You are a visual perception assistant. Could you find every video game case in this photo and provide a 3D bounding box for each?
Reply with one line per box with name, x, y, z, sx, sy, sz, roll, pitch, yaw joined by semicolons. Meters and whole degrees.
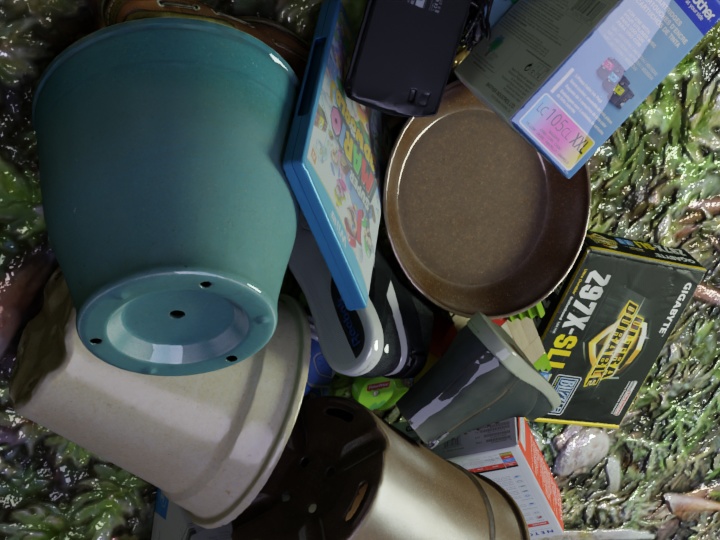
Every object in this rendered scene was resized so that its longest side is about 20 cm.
video game case;-0.013;-0.091;0.968;0.018;0.201;0.144;-8;132;17

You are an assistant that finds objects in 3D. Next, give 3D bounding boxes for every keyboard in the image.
keyboard;0.058;-0.213;0.981;0.103;0.040;0.202;18;92;-12

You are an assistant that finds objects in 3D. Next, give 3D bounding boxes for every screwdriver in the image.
screwdriver;0.070;-0.086;1.115;0.029;0.028;0.201;26;111;-5

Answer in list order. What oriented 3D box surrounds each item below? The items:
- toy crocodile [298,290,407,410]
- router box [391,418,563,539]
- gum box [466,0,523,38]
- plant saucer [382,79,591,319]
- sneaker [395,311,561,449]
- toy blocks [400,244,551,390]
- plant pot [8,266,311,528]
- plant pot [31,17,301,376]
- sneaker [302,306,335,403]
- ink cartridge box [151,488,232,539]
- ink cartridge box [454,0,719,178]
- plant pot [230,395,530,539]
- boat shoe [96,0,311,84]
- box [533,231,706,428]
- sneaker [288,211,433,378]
toy crocodile;-0.003;0.059;1.150;0.062;0.068;0.201;-32;133;-9
router box;0.079;0.210;1.240;0.198;0.049;0.180;-12;139;16
gum box;0.194;-0.243;1.058;0.199;0.045;0.171;19;111;-36
plant saucer;0.101;-0.061;1.067;0.199;0.037;0.202;-2;95;-24
sneaker;0.096;0.104;1.074;0.106;0.075;0.200;-42;151;5
toy blocks;0.086;0.062;1.153;0.137;0.100;0.201;-42;136;-15
plant pot;-0.169;0.081;1.015;0.183;0.201;0.201;24;109;-25
plant pot;-0.129;-0.037;0.894;0.198;0.189;0.201;-6;147;-4
sneaker;-0.068;0.114;1.114;0.075;0.077;0.201;22;142;6
ink cartridge box;-0.128;0.273;1.144;0.067;0.200;0.117;-4;123;-24
ink cartridge box;0.180;-0.184;0.966;0.076;0.137;0.200;37;100;-27
plant pot;0.008;0.214;1.045;0.200;0.201;0.198;-42;132;5
boat shoe;-0.101;-0.155;0.951;0.199;0.068;0.072;15;114;-34
box;0.235;0.062;1.287;0.159;0.049;0.201;10;117;-30
sneaker;0.000;0.000;1.053;0.073;0.201;0.112;-28;153;30
